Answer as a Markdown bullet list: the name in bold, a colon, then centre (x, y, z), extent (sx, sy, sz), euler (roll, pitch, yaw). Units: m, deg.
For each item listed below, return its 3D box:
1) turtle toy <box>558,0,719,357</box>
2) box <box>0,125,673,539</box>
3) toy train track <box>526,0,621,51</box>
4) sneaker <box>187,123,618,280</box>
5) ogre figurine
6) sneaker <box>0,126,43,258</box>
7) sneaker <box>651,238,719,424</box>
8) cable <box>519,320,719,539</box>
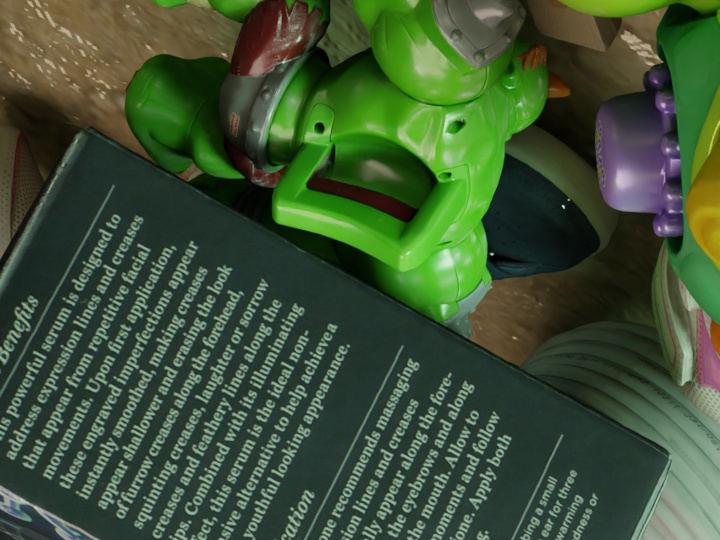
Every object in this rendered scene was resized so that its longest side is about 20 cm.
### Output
- **turtle toy**: centre (0.109, -0.049, 0.736), extent (0.101, 0.146, 0.200), euler (6, 143, 49)
- **box**: centre (-0.032, 0.064, 0.910), extent (0.200, 0.107, 0.148), euler (29, 163, -5)
- **toy train track**: centre (0.041, -0.128, 0.802), extent (0.114, 0.033, 0.200), euler (18, 157, 27)
- **sneaker**: centre (0.000, 0.000, 0.997), extent (0.075, 0.085, 0.200), euler (46, 150, -25)
- **ogre figurine**: centre (-0.009, -0.052, 0.887), extent (0.120, 0.098, 0.201), euler (31, 124, 22)
- **sneaker**: centre (-0.082, 0.028, 1.114), extent (0.200, 0.088, 0.081), euler (59, -179, 3)
- **sneaker**: centre (0.120, 0.003, 0.878), extent (0.088, 0.081, 0.200), euler (10, 145, 35)
- **cable**: centre (0.103, 0.115, 1.024), extent (0.200, 0.069, 0.201), euler (31, 139, 48)
